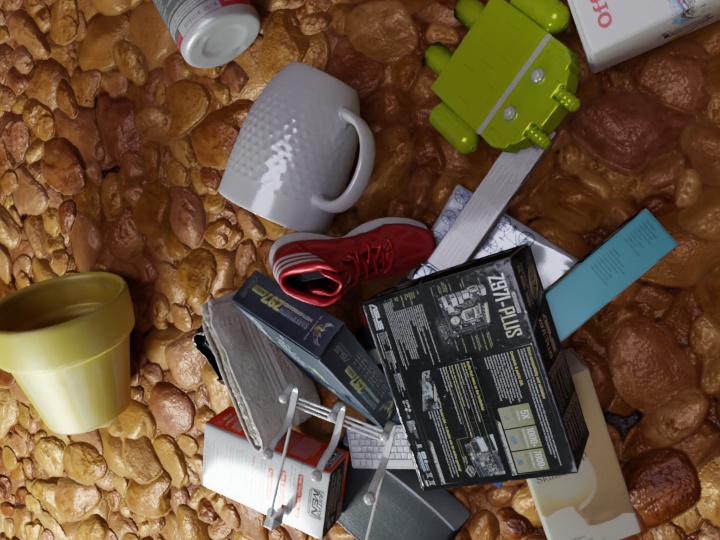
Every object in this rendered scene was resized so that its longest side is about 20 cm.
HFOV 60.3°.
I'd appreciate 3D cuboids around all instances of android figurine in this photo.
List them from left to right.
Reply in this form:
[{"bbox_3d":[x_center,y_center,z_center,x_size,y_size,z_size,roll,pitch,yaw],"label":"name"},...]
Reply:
[{"bbox_3d":[0.154,-0.213,0.678,0.183,0.041,0.201,-52,57,25],"label":"android figurine"}]

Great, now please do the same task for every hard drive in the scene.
[{"bbox_3d":[0.034,0.318,0.840,0.198,0.042,0.137,34,109,14],"label":"hard drive"}]

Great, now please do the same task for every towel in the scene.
[{"bbox_3d":[-0.128,0.119,0.829,0.034,0.132,0.204,-24,89,38],"label":"towel"}]

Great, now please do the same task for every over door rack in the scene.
[{"bbox_3d":[-0.043,0.253,0.732,0.145,0.066,0.205,16,108,21],"label":"over door rack"}]

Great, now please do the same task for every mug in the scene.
[{"bbox_3d":[-0.059,-0.141,0.743,0.199,0.146,0.178,30,100,40],"label":"mug"}]

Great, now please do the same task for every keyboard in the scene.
[{"bbox_3d":[0.076,0.223,0.783,0.196,0.011,0.058,-7,90,22],"label":"keyboard"}]

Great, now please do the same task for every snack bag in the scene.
[{"bbox_3d":[0.140,0.030,0.743,0.187,0.021,0.202,35,96,14],"label":"snack bag"}]

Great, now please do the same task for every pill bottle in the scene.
[{"bbox_3d":[-0.222,-0.380,0.801,0.113,0.114,0.203,-31,86,23],"label":"pill bottle"}]

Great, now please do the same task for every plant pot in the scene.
[{"bbox_3d":[-0.431,0.128,0.933,0.196,0.201,0.193,4,116,21],"label":"plant pot"}]

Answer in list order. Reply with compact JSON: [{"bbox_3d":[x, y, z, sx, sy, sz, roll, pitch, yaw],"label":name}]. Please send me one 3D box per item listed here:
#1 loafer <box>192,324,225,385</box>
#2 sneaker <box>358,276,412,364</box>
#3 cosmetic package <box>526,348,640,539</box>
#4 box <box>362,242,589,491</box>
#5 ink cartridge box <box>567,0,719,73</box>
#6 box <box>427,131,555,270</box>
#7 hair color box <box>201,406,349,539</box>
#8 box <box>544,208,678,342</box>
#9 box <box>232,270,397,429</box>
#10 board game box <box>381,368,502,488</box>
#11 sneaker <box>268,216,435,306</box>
[{"bbox_3d":[-0.171,0.152,0.883,0.199,0.071,0.074,41,110,12],"label":"loafer"},{"bbox_3d":[0.084,0.041,0.710,0.196,0.075,0.086,-19,90,19],"label":"sneaker"},{"bbox_3d":[0.229,0.205,0.699,0.103,0.071,0.204,-21,99,6],"label":"cosmetic package"},{"bbox_3d":[0.114,0.097,0.617,0.161,0.086,0.204,-19,91,30],"label":"box"},{"bbox_3d":[0.291,-0.305,0.585,0.197,0.144,0.150,-19,90,23],"label":"ink cartridge box"},{"bbox_3d":[0.150,-0.080,0.713,0.041,0.039,0.202,35,97,15],"label":"box"},{"bbox_3d":[-0.119,0.270,0.842,0.196,0.061,0.104,15,108,23],"label":"hair color box"},{"bbox_3d":[0.235,0.023,0.667,0.199,0.082,0.049,-42,80,8],"label":"box"},{"bbox_3d":[-0.047,0.098,0.742,0.156,0.201,0.051,26,71,37],"label":"box"},{"bbox_3d":[0.121,0.160,0.784,0.198,0.034,0.137,30,107,16],"label":"board game box"},{"bbox_3d":[0.000,0.000,0.686,0.195,0.116,0.080,-11,116,-7],"label":"sneaker"}]
